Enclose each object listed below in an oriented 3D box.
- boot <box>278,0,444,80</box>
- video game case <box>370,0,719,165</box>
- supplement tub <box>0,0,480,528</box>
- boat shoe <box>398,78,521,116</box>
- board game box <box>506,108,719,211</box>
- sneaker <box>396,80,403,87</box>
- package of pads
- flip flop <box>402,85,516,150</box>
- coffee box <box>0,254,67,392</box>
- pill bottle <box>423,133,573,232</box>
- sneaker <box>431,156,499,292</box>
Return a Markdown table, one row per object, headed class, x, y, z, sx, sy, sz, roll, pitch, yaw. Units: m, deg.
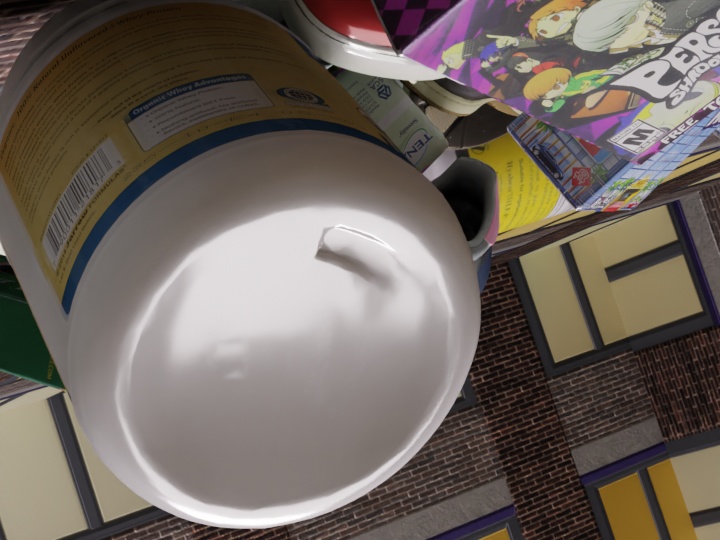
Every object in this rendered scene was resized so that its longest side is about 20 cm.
| class | x | y | z | sx | sy | sz | roll | pitch | yaw |
| --- | --- | --- | --- | --- | --- | --- | --- | --- | --- |
| boot | 0.072 | -0.143 | 0.742 | 0.198 | 0.073 | 0.144 | -11 | 160 | -29 |
| video game case | 0.131 | -0.127 | 0.708 | 0.199 | 0.036 | 0.181 | -37 | 149 | 26 |
| supplement tub | -0.056 | -0.016 | 0.692 | 0.143 | 0.146 | 0.200 | -18 | -147 | -13 |
| boat shoe | 0.065 | -0.122 | 0.954 | 0.065 | 0.073 | 0.200 | -43 | 165 | 22 |
| board game box | 0.197 | -0.122 | 1.017 | 0.200 | 0.062 | 0.200 | -45 | 165 | 20 |
| sneaker | -0.056 | -0.060 | 1.110 | 0.199 | 0.078 | 0.082 | -22 | 168 | 30 |
| package of pads | -0.039 | -0.035 | 0.971 | 0.154 | 0.068 | 0.200 | -43 | -173 | 0 |
| flip flop | 0.095 | -0.118 | 1.100 | 0.199 | 0.082 | 0.057 | -19 | -157 | -34 |
| coffee box | -0.198 | 0.021 | 1.024 | 0.198 | 0.044 | 0.123 | 15 | -174 | 18 |
| pill bottle | 0.105 | -0.087 | 1.205 | 0.199 | 0.112 | 0.111 | -17 | 175 | -27 |
| sneaker | 0.000 | 0.000 | 0.828 | 0.200 | 0.070 | 0.083 | -31 | 143 | -58 |
